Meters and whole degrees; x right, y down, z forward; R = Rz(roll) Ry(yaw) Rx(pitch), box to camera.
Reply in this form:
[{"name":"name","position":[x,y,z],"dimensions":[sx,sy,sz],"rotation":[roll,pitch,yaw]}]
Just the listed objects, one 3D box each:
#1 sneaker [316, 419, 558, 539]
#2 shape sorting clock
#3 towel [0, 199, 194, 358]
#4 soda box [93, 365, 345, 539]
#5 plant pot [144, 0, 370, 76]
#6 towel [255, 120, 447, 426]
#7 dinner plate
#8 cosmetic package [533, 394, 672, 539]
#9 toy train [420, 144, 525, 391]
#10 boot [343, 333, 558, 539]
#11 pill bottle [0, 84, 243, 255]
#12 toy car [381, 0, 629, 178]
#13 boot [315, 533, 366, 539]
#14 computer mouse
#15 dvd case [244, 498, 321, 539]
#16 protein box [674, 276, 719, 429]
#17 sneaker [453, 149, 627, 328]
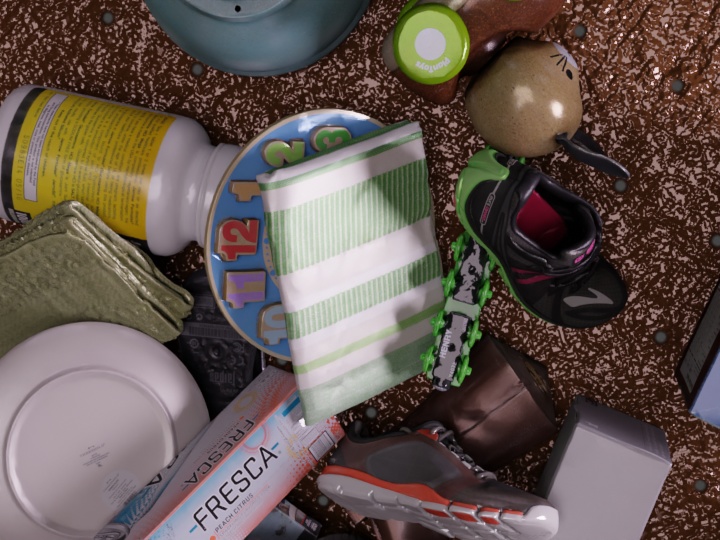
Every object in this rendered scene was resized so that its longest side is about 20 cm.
[{"name":"sneaker","position":[0.061,0.153,1.015],"dimensions":[0.198,0.077,0.083],"rotation":[9,65,26]},{"name":"shape sorting clock","position":[-0.028,-0.025,1.036],"dimensions":[0.197,0.039,0.203],"rotation":[-6,105,-22]},{"name":"towel","position":[-0.243,0.025,1.076],"dimensions":[0.199,0.037,0.148],"rotation":[-25,122,32]},{"name":"soda box","position":[-0.108,0.167,1.036],"dimensions":[0.200,0.068,0.064],"rotation":[-44,115,-20]},{"name":"plant pot","position":[-0.085,-0.246,0.989],"dimensions":[0.197,0.134,0.203],"rotation":[0,99,3]},{"name":"towel","position":[0.000,0.000,1.024],"dimensions":[0.151,0.023,0.202],"rotation":[-22,114,-29]},{"name":"dinner plate","position":[-0.212,0.142,1.040],"dimensions":[0.197,0.024,0.203],"rotation":[-2,95,-18]},{"name":"cosmetic package","position":[0.170,0.211,1.048],"dimensions":[0.089,0.107,0.202],"rotation":[24,103,6]},{"name":"toy train","position":[0.089,-0.004,1.044],"dimensions":[0.041,0.056,0.203],"rotation":[16,90,6]},{"name":"boot","position":[0.098,0.175,1.079],"dimensions":[0.199,0.064,0.187],"rotation":[-39,88,8]},{"name":"pill bottle","position":[-0.189,-0.076,1.064],"dimensions":[0.197,0.112,0.114],"rotation":[13,100,8]},{"name":"toy car","position":[0.129,-0.149,0.984],"dimensions":[0.158,0.164,0.200],"rotation":[-43,99,12]},{"name":"boot","position":[-0.069,0.273,1.088],"dimensions":[0.138,0.199,0.078],"rotation":[-34,52,35]},{"name":"computer mouse","position":[-0.142,0.091,1.118],"dimensions":[0.138,0.046,0.203],"rotation":[-1,104,12]},{"name":"dvd case","position":[-0.150,0.208,1.119],"dimensions":[0.199,0.022,0.146],"rotation":[36,115,-4]},{"name":"protein box","position":[0.365,0.044,0.976],"dimensions":[0.197,0.135,0.202],"rotation":[25,101,5]},{"name":"sneaker","position":[0.146,-0.013,0.994],"dimensions":[0.200,0.083,0.077],"rotation":[39,76,-39]}]
